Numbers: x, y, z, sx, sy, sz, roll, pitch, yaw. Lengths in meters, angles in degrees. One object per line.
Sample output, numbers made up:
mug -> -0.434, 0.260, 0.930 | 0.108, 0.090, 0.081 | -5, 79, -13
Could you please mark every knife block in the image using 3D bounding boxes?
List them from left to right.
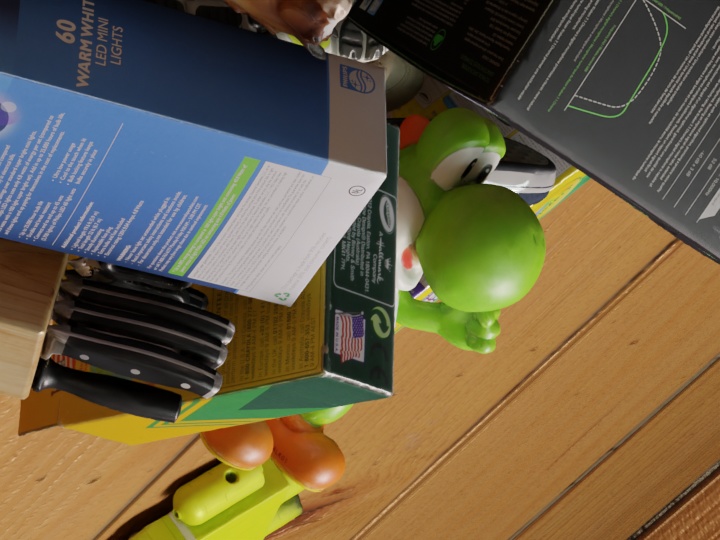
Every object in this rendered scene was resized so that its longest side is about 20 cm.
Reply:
knife block -> -0.160, 0.015, 1.010 | 0.199, 0.176, 0.064 | -27, 160, -28

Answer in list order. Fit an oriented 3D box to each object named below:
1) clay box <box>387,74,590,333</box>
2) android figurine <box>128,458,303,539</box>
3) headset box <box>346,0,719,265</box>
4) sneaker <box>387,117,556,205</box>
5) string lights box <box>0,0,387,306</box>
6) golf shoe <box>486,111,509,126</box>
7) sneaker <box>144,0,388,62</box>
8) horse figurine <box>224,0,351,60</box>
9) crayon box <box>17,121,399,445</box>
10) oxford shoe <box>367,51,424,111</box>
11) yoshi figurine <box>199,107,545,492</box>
clay box -> 0.013, -0.036, 1.315 | 0.200, 0.115, 0.048 | -38, 167, 8
android figurine -> -0.123, 0.200, 1.794 | 0.200, 0.041, 0.182 | -28, 161, -26
headset box -> 0.119, -0.077, 1.011 | 0.200, 0.174, 0.093 | 31, 95, -26
sneaker -> -0.001, -0.001, 1.256 | 0.201, 0.077, 0.147 | -2, 110, -12
string lights box -> -0.100, -0.055, 0.959 | 0.199, 0.059, 0.103 | 14, 142, -20
golf shoe -> 0.088, -0.154, 1.196 | 0.072, 0.092, 0.200 | -26, 159, -26
sneaker -> -0.068, -0.113, 1.038 | 0.085, 0.077, 0.200 | -9, 170, 38
horse figurine -> -0.088, -0.135, 0.882 | 0.199, 0.050, 0.133 | 8, 164, -13
crayon box -> -0.072, 0.006, 1.108 | 0.199, 0.128, 0.051 | -12, 158, 39
oxford shoe -> -0.020, -0.084, 1.195 | 0.071, 0.074, 0.200 | -45, 161, 26
yoshi figurine -> 0.014, 0.020, 1.153 | 0.200, 0.112, 0.112 | -53, -171, 13
